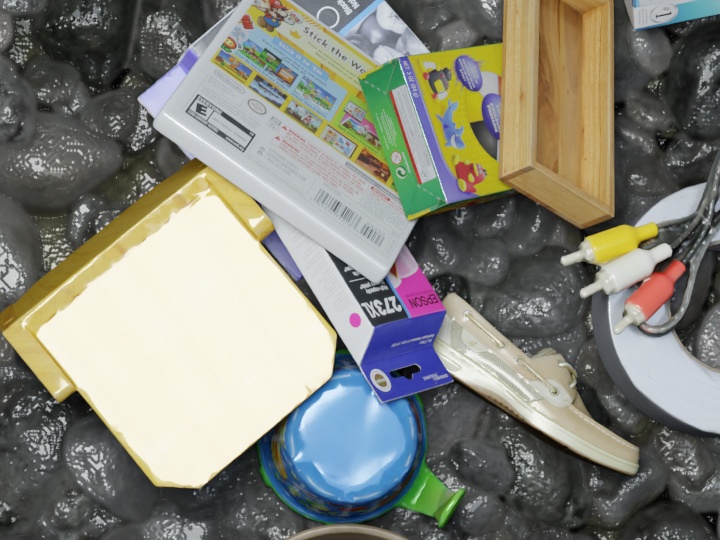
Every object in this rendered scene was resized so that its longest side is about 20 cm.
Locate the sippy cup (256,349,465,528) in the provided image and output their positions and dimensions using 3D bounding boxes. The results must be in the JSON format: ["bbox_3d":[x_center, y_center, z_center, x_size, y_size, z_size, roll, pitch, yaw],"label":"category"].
[{"bbox_3d":[-0.011,0.126,1.460,0.177,0.130,0.140,-1,84,-4],"label":"sippy cup"}]

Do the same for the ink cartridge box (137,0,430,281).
[{"bbox_3d":[-0.039,-0.129,1.526,0.200,0.043,0.198,-42,90,-6],"label":"ink cartridge box"}]

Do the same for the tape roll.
[{"bbox_3d":[0.286,0.031,1.525,0.200,0.066,0.201,0,84,-4],"label":"tape roll"}]

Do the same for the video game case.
[{"bbox_3d":[-0.033,-0.107,1.438,0.200,0.023,0.182,35,46,-6],"label":"video game case"}]

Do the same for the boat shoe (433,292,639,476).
[{"bbox_3d":[0.138,0.090,1.507,0.200,0.072,0.065,32,84,5],"label":"boat shoe"}]

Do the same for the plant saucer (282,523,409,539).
[{"bbox_3d":[-0.012,0.291,1.483,0.200,0.029,0.200,0,93,-2],"label":"plant saucer"}]

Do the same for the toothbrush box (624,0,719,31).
[{"bbox_3d":[0.297,-0.281,1.495,0.200,0.147,0.085,-11,51,0],"label":"toothbrush box"}]

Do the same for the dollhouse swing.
[{"bbox_3d":[-0.136,0.044,1.449,0.200,0.182,0.176,-40,101,-7],"label":"dollhouse swing"}]

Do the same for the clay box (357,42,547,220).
[{"bbox_3d":[0.093,-0.112,1.474,0.200,0.048,0.115,-16,86,-48],"label":"clay box"}]

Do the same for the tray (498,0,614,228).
[{"bbox_3d":[0.151,-0.142,1.488,0.099,0.037,0.200,27,54,-38],"label":"tray"}]

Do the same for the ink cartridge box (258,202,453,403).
[{"bbox_3d":[0.000,0.000,1.433,0.037,0.095,0.200,-39,73,34],"label":"ink cartridge box"}]

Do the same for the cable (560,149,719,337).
[{"bbox_3d":[0.253,-0.025,1.469,0.200,0.050,0.097,-36,89,-5],"label":"cable"}]
